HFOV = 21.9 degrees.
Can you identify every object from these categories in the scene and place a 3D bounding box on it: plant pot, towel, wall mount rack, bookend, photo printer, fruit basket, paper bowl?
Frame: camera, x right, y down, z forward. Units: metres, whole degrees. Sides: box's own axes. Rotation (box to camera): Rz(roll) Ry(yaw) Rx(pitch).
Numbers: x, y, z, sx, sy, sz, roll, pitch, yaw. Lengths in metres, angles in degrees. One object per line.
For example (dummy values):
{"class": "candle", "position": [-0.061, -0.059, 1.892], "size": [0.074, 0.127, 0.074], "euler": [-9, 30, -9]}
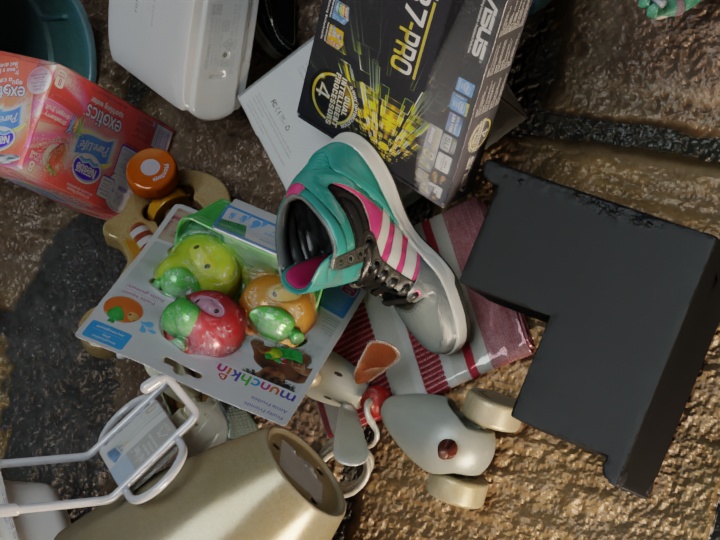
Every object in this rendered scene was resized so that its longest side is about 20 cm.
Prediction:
{"class": "plant pot", "position": [-0.391, -0.197, 1.768], "size": [0.196, 0.200, 0.201], "euler": [8, 80, 36]}
{"class": "towel", "position": [0.039, 0.041, 1.570], "size": [0.200, 0.023, 0.145], "euler": [-25, 68, 21]}
{"class": "wall mount rack", "position": [-0.218, 0.141, 1.509], "size": [0.174, 0.075, 0.200], "euler": [-42, 20, -5]}
{"class": "bookend", "position": [0.162, 0.045, 1.448], "size": [0.198, 0.092, 0.201], "euler": [20, 86, 26]}
{"class": "photo printer", "position": [-0.166, -0.244, 1.673], "size": [0.200, 0.069, 0.167], "euler": [39, 125, 51]}
{"class": "fruit basket", "position": [-0.107, 0.027, 1.511], "size": [0.185, 0.200, 0.094], "euler": [23, 123, 8]}
{"class": "paper bowl", "position": [-0.287, 0.262, 1.583], "size": [0.104, 0.201, 0.201], "euler": [-19, 65, -9]}
{"class": "plant pot", "position": [-0.114, 0.222, 1.494], "size": [0.200, 0.187, 0.188], "euler": [-41, 62, 16]}

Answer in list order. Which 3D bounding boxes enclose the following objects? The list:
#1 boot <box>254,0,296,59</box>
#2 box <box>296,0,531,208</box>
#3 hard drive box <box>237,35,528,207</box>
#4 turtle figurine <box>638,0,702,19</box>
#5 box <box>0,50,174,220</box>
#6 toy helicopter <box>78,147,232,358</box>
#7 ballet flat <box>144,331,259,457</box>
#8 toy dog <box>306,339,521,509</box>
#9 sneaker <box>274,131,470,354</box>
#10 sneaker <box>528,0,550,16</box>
{"class": "boot", "position": [-0.040, -0.304, 1.676], "size": [0.153, 0.073, 0.204], "euler": [-14, 72, 20]}
{"class": "box", "position": [0.040, -0.173, 1.465], "size": [0.161, 0.049, 0.200], "euler": [33, 129, 21]}
{"class": "hard drive box", "position": [0.017, -0.140, 1.598], "size": [0.200, 0.077, 0.156], "euler": [-36, 63, 15]}
{"class": "turtle figurine", "position": [0.291, -0.260, 1.476], "size": [0.199, 0.101, 0.150], "euler": [24, 103, 15]}
{"class": "box", "position": [-0.267, -0.116, 1.666], "size": [0.094, 0.200, 0.103], "euler": [14, 84, 28]}
{"class": "toy helicopter", "position": [-0.176, -0.003, 1.634], "size": [0.132, 0.079, 0.200], "euler": [23, 63, 15]}
{"class": "ballet flat", "position": [-0.149, 0.110, 1.618], "size": [0.069, 0.071, 0.200], "euler": [-41, 62, 19]}
{"class": "toy dog", "position": [0.029, 0.123, 1.495], "size": [0.199, 0.096, 0.132], "euler": [0, 87, 25]}
{"class": "sneaker", "position": [0.000, 0.000, 1.480], "size": [0.084, 0.121, 0.200], "euler": [-25, 99, 52]}
{"class": "sneaker", "position": [0.097, -0.265, 1.539], "size": [0.131, 0.080, 0.200], "euler": [43, 59, 16]}
